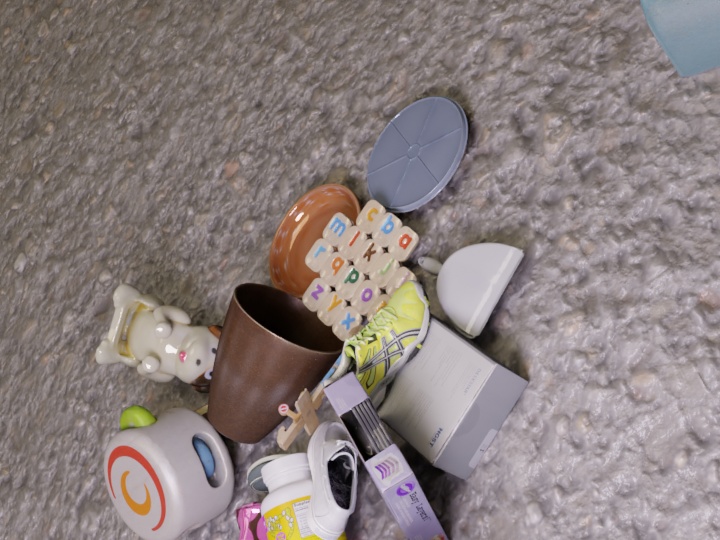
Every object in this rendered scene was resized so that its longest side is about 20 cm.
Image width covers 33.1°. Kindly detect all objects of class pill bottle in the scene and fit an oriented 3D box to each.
[{"bbox_3d":[-0.074,0.353,1.634,0.104,0.104,0.201,-31,64,28],"label":"pill bottle"}]

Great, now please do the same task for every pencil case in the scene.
[{"bbox_3d":[-0.156,0.427,1.716,0.090,0.093,0.202,-16,55,42],"label":"pencil case"}]

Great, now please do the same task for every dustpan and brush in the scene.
[{"bbox_3d":[0.139,0.009,1.709,0.199,0.057,0.140,28,86,43],"label":"dustpan and brush"}]

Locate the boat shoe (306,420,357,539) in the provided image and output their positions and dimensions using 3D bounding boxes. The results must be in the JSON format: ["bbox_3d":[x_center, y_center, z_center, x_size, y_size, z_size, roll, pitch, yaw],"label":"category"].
[{"bbox_3d":[-0.032,0.263,1.609,0.069,0.072,0.201,-53,13,31],"label":"boat shoe"}]

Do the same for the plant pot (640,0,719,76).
[{"bbox_3d":[0.444,-0.396,1.522,0.195,0.199,0.198,-13,59,40],"label":"plant pot"}]

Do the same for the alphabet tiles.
[{"bbox_3d":[0.000,0.000,1.830,0.200,0.015,0.196,41,100,37],"label":"alphabet tiles"}]

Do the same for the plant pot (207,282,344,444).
[{"bbox_3d":[-0.148,0.154,1.826,0.201,0.186,0.187,-61,39,16],"label":"plant pot"}]

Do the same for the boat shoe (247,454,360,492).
[{"bbox_3d":[-0.088,0.302,1.740,0.199,0.073,0.062,-15,53,33],"label":"boat shoe"}]

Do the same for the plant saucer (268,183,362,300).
[{"bbox_3d":[-0.065,-0.042,1.947,0.199,0.037,0.202,-25,51,34],"label":"plant saucer"}]

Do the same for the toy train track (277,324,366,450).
[{"bbox_3d":[-0.058,0.153,1.652,0.032,0.115,0.201,28,68,21],"label":"toy train track"}]

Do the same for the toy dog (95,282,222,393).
[{"bbox_3d":[-0.307,0.130,2.007,0.199,0.194,0.141,19,83,26],"label":"toy dog"}]

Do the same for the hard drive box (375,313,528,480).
[{"bbox_3d":[0.103,0.158,1.629,0.157,0.077,0.200,-57,40,3],"label":"hard drive box"}]

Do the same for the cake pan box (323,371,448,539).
[{"bbox_3d":[0.032,0.248,1.546,0.052,0.201,0.185,-31,47,-5],"label":"cake pan box"}]

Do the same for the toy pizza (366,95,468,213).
[{"bbox_3d":[0.091,-0.177,1.874,0.199,0.032,0.202,-25,50,34],"label":"toy pizza"}]

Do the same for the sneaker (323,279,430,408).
[{"bbox_3d":[0.025,0.101,1.626,0.075,0.076,0.201,25,85,50],"label":"sneaker"}]

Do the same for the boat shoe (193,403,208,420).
[{"bbox_3d":[-0.259,0.267,1.947,0.199,0.072,0.072,-31,78,18],"label":"boat shoe"}]

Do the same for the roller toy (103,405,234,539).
[{"bbox_3d":[-0.287,0.310,1.848,0.182,0.139,0.201,32,125,31],"label":"roller toy"}]
